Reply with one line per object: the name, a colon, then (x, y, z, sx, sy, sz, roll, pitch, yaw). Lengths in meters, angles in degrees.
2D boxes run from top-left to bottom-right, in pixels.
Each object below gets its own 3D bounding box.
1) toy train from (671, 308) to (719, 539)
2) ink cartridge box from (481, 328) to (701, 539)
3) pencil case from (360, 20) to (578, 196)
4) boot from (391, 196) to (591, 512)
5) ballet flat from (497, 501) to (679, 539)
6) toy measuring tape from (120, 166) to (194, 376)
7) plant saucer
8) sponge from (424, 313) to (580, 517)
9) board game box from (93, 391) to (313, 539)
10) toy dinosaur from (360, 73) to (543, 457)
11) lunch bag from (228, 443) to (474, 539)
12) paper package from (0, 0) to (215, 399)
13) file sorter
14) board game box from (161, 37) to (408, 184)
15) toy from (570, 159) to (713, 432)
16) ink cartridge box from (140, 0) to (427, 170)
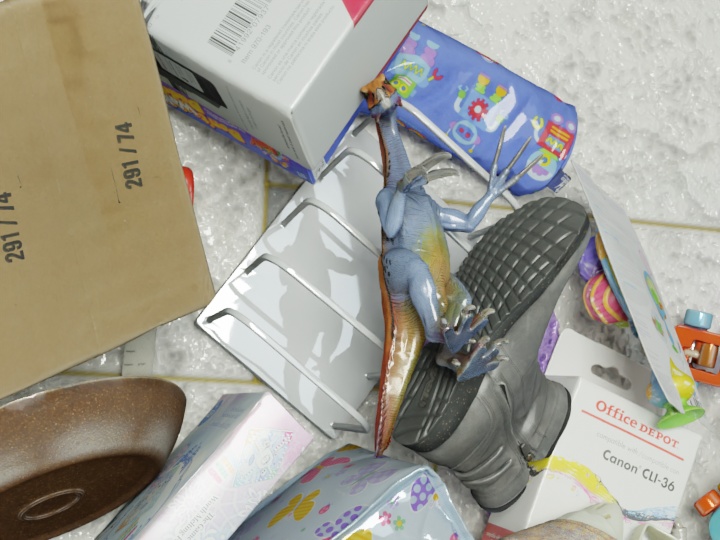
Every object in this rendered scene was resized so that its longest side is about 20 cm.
toy train: (0.301, 0.140, 0.858, 0.055, 0.148, 0.204, 12, 87, -59)
ink cartridge box: (0.177, 0.156, 0.790, 0.115, 0.067, 0.203, 24, 79, -13)
pencil case: (0.075, -0.128, 0.816, 0.197, 0.078, 0.088, 26, 98, -13)
boot: (0.109, 0.058, 0.723, 0.131, 0.070, 0.201, 37, 91, -39)
ballet flat: (0.180, 0.202, 0.728, 0.198, 0.068, 0.068, 28, 60, -18)
toy measuring tape: (-0.156, -0.017, 0.756, 0.072, 0.074, 0.204, 2, 106, -16)
plant saucer: (-0.195, 0.130, 0.646, 0.197, 0.201, 0.037, -21, 68, -17)
sponge: (0.129, 0.118, 0.831, 0.110, 0.030, 0.203, -23, 92, -16)
board game box: (-0.127, 0.164, 0.662, 0.043, 0.200, 0.200, 43, 75, -6)
toy dinosaur: (0.023, -0.024, 0.652, 0.199, 0.105, 0.183, -41, 56, 12)
lunch bag: (-0.033, 0.221, 0.701, 0.198, 0.169, 0.129, -31, 96, -20)
paper package: (-0.198, -0.045, 0.603, 0.189, 0.103, 0.204, -24, 108, -34)
file sorter: (0.000, 0.000, 0.756, 0.138, 0.124, 0.201, 40, 76, -8)
board game box: (-0.082, -0.168, 0.745, 0.198, 0.045, 0.136, 30, 77, 17)
toy: (0.200, 0.027, 0.797, 0.047, 0.115, 0.203, -31, 58, 22)
ink cartridge box: (-0.076, -0.184, 0.680, 0.198, 0.084, 0.146, 32, 78, 17)
